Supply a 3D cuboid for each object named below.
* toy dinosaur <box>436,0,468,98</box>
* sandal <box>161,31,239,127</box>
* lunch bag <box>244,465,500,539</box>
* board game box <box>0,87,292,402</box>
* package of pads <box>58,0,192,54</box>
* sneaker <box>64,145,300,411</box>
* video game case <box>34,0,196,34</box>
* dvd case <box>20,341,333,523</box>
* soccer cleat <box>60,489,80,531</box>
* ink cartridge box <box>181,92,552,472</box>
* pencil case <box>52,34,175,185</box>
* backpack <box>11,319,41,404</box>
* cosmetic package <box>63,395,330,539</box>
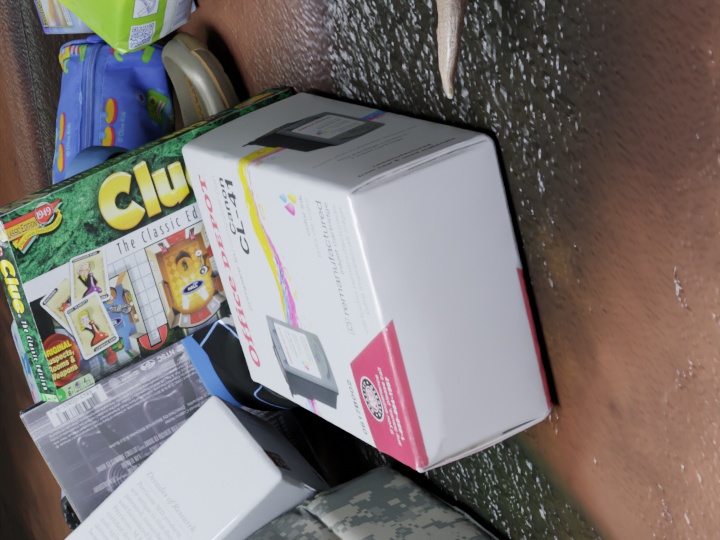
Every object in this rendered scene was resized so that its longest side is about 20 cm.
[{"bbox_3d":[0.002,-0.176,0.840,0.201,0.086,0.135,57,172,-17],"label":"toy dinosaur"},{"bbox_3d":[-0.086,-0.043,1.189,0.080,0.054,0.201,16,130,63],"label":"sandal"},{"bbox_3d":[0.000,0.218,1.094,0.200,0.167,0.140,33,140,55],"label":"lunch bag"},{"bbox_3d":[-0.102,-0.017,1.062,0.023,0.199,0.105,0,113,51],"label":"board game box"},{"bbox_3d":[-0.163,-0.239,1.086,0.200,0.068,0.155,40,137,23],"label":"package of pads"},{"bbox_3d":[-0.087,0.004,1.133,0.078,0.070,0.200,-2,136,44],"label":"sneaker"},{"bbox_3d":[-0.182,-0.249,1.227,0.181,0.045,0.201,12,122,62],"label":"video game case"},{"bbox_3d":[-0.099,0.137,1.232,0.201,0.148,0.016,63,177,-16],"label":"dvd case"},{"bbox_3d":[-0.238,0.161,1.744,0.201,0.068,0.073,87,175,-47],"label":"soccer cleat"},{"bbox_3d":[0.000,0.000,0.997,0.200,0.085,0.149,18,127,60],"label":"ink cartridge box"},{"bbox_3d":[-0.154,-0.047,1.200,0.087,0.077,0.201,66,-155,-68],"label":"pencil case"},{"bbox_3d":[-0.134,0.080,1.314,0.177,0.150,0.201,-4,112,66],"label":"backpack"},{"bbox_3d":[-0.119,0.172,1.168,0.074,0.200,0.102,46,-177,23],"label":"cosmetic package"}]
